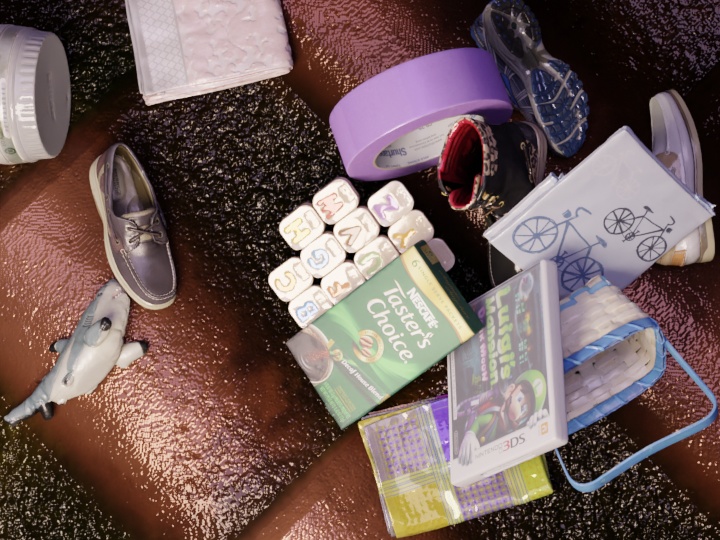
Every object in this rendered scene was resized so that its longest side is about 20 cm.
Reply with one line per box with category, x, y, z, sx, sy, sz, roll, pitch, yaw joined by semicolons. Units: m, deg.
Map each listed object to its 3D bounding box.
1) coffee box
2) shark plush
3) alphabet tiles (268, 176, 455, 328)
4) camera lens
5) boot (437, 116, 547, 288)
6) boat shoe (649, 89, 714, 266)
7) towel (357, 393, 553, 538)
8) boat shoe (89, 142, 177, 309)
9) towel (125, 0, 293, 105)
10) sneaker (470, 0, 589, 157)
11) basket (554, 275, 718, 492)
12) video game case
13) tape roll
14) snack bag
coffee box;0.025;0.071;1.595;0.199;0.044;0.124;-36;85;22
shark plush;-0.331;0.107;1.674;0.201;0.090;0.083;-53;56;12
alphabet tiles;0.000;0.000;1.630;0.195;0.015;0.201;-35;97;13
camera lens;-0.454;-0.206;1.679;0.197;0.160;0.162;2;79;6
boot;0.145;-0.072;1.589;0.072;0.150;0.203;9;93;34
boat shoe;0.348;-0.105;1.629;0.067;0.075;0.203;-9;79;-2
towel;0.106;0.209;1.616;0.197;0.023;0.146;-14;77;3
boat shoe;-0.262;-0.054;1.672;0.071;0.065;0.202;-13;74;-26
towel;-0.190;-0.316;1.743;0.188;0.032;0.203;-13;79;2
sneaker;0.194;-0.221;1.673;0.077;0.085;0.202;-33;98;-26
basket;0.266;0.120;1.549;0.175;0.140;0.201;-27;49;0
video game case;0.152;0.112;1.543;0.023;0.181;0.203;15;61;-29
tape roll;0.067;-0.172;1.604;0.198;0.200;0.066;-21;78;1
snack bag;0.261;-0.053;1.559;0.200;0.188;0.022;-41;36;20
